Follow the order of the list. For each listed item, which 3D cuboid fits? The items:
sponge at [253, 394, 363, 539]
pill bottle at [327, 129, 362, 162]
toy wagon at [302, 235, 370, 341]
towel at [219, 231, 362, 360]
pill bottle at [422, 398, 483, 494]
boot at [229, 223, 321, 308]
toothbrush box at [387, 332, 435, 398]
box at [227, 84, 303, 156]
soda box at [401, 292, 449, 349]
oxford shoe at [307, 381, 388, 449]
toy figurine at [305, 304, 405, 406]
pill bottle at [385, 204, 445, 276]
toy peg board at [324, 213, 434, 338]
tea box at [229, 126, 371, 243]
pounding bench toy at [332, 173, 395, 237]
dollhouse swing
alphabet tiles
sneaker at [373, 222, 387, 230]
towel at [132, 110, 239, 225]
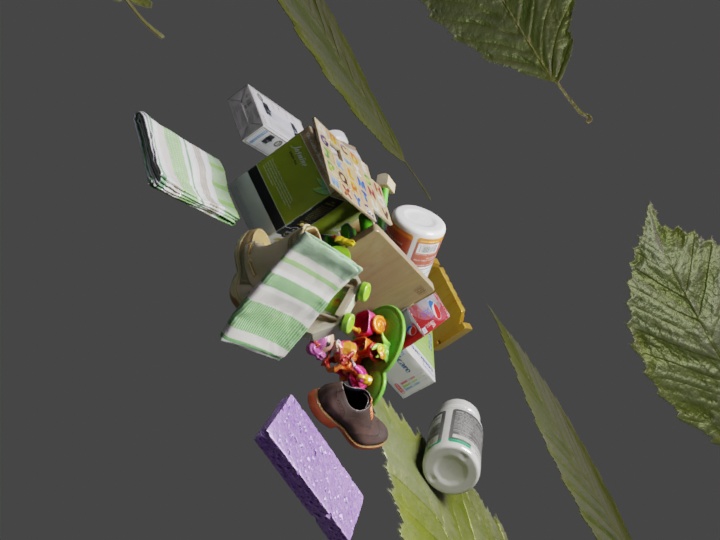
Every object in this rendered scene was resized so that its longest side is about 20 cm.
[{"bbox_3d":[-0.069,0.285,1.027,0.200,0.030,0.112,56,20,-9],"label":"sponge"},{"bbox_3d":[-0.044,-0.225,1.695,0.116,0.116,0.201,19,44,-61],"label":"pill bottle"},{"bbox_3d":[-0.062,0.026,1.192,0.040,0.154,0.200,86,27,-50],"label":"toy wagon"},{"bbox_3d":[-0.101,0.045,1.050,0.023,0.200,0.152,50,12,35],"label":"towel"},{"bbox_3d":[0.191,0.348,1.442,0.113,0.113,0.200,56,21,-9],"label":"pill bottle"},{"bbox_3d":[-0.129,-0.030,1.146,0.073,0.155,0.200,48,22,-27],"label":"boot"},{"bbox_3d":[0.083,0.145,1.513,0.146,0.086,0.200,49,21,-23],"label":"toothbrush box"},{"bbox_3d":[-0.188,-0.301,1.538,0.200,0.060,0.117,21,42,-59],"label":"box"},{"bbox_3d":[0.114,0.101,1.424,0.064,0.070,0.200,57,22,6],"label":"soda box"},{"bbox_3d":[-0.001,0.242,1.188,0.200,0.072,0.071,39,27,-44],"label":"oxford shoe"},{"bbox_3d":[-0.040,0.120,1.250,0.184,0.150,0.201,28,58,-32],"label":"toy figurine"},{"bbox_3d":[0.089,-0.021,1.437,0.112,0.201,0.112,14,31,-9],"label":"pill bottle"},{"bbox_3d":[0.000,0.000,1.350,0.199,0.199,0.098,43,25,-37],"label":"toy peg board"},{"bbox_3d":[-0.096,-0.142,1.329,0.134,0.196,0.200,63,20,13],"label":"tea box"},{"bbox_3d":[0.004,-0.092,1.494,0.124,0.199,0.157,29,35,-55],"label":"pounding bench toy"},{"bbox_3d":[0.221,0.083,1.839,0.175,0.182,0.201,-6,65,-46],"label":"dollhouse swing"},{"bbox_3d":[-0.010,-0.161,1.261,0.200,0.008,0.168,36,30,-45],"label":"alphabet tiles"},{"bbox_3d":[0.041,-0.073,1.728,0.077,0.085,0.201,44,24,-36],"label":"sneaker"},{"bbox_3d":[-0.279,-0.166,1.167,0.200,0.031,0.150,27,38,-57],"label":"towel"}]
